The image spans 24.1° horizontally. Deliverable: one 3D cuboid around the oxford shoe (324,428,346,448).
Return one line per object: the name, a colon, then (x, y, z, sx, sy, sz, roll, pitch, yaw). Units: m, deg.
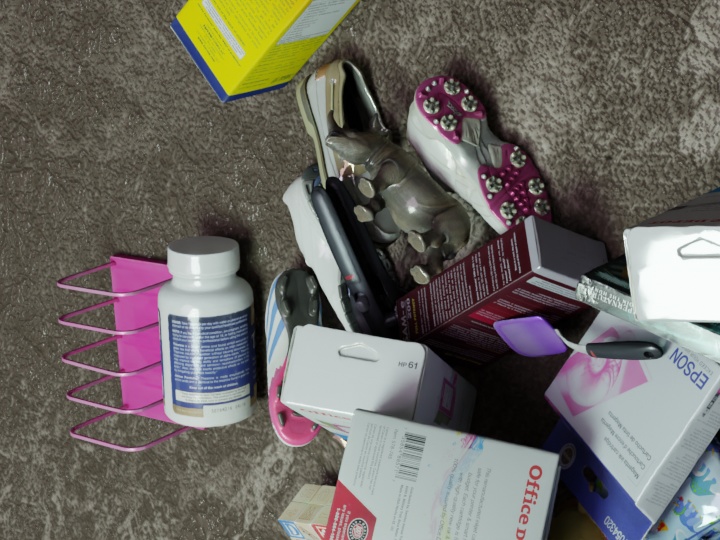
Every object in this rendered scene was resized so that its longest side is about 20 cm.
oxford shoe: (0.033, 0.178, 1.839, 0.199, 0.071, 0.072, 33, 112, 16)

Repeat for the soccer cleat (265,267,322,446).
soccer cleat: (-0.070, 0.099, 1.857, 0.086, 0.069, 0.203, 127, 145, -68)

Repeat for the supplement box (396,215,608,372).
supplement box: (0.140, 0.027, 1.669, 0.199, 0.108, 0.062, -33, 51, 39)

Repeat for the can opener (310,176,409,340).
can opener: (0.000, 0.000, 1.735, 0.078, 0.063, 0.202, -15, 110, 30)

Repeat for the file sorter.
file sorter: (-0.277, 0.099, 2.018, 0.138, 0.125, 0.203, 8, 108, 37)

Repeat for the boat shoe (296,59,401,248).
boat shoe: (-0.002, -0.123, 1.765, 0.068, 0.074, 0.202, -30, 83, 45)

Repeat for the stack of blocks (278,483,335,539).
stack of blocks: (0.016, 0.302, 1.859, 0.199, 0.059, 0.116, 0, 130, 47)

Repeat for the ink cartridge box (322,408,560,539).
ink cartridge box: (0.079, 0.232, 1.581, 0.198, 0.145, 0.147, 13, 75, 10)

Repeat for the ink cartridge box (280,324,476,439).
ink cartridge box: (0.021, 0.126, 1.715, 0.143, 0.200, 0.086, 8, 76, 21)

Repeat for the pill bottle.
pill bottle: (-0.176, 0.068, 1.937, 0.110, 0.111, 0.203, 11, 110, 35)

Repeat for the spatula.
spatula: (0.207, 0.069, 1.587, 0.199, 0.021, 0.057, 7, 144, 52)

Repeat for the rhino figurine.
rhino figurine: (0.032, -0.085, 1.685, 0.200, 0.087, 0.060, 49, 141, 12)

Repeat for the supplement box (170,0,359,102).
supplement box: (-0.088, -0.285, 1.762, 0.200, 0.108, 0.110, -44, 76, 38)

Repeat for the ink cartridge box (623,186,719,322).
ink cartridge box: (0.336, -0.019, 1.445, 0.144, 0.199, 0.085, 0, 103, 38)

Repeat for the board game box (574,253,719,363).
board game box: (0.311, 0.035, 1.525, 0.199, 0.135, 0.028, 25, 118, 31)

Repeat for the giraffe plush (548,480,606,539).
giraffe plush: (0.185, 0.273, 1.693, 0.160, 0.201, 0.174, -13, 125, 16)

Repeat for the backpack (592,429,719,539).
backpack: (0.313, 0.203, 1.577, 0.200, 0.152, 0.165, -56, 48, 49)

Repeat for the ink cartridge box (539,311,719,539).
ink cartridge box: (0.246, 0.132, 1.562, 0.201, 0.043, 0.197, -57, 30, 11)

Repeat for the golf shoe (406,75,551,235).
golf shoe: (0.117, -0.099, 1.692, 0.201, 0.075, 0.092, 55, 151, 9)

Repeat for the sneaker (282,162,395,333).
sneaker: (-0.024, -0.016, 1.830, 0.087, 0.074, 0.202, -19, 90, 60)
